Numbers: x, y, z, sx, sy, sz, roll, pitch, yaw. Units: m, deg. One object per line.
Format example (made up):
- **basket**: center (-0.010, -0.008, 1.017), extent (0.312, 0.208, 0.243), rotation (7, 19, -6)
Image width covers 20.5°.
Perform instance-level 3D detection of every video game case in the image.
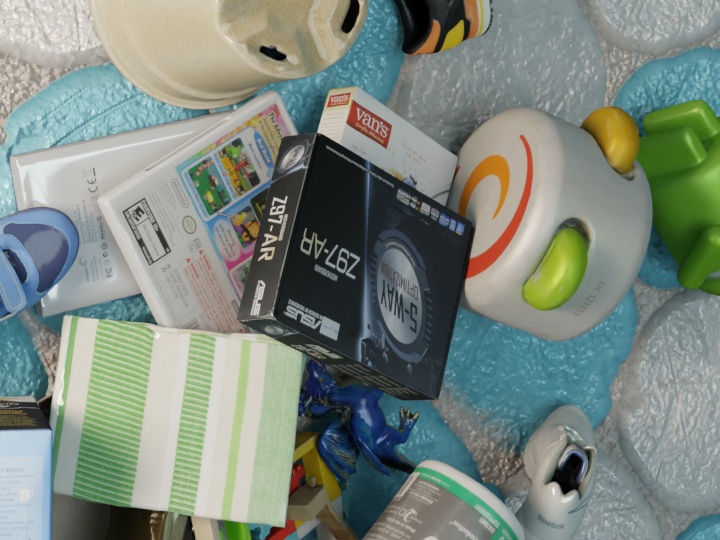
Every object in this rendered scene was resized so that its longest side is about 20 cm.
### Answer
- **video game case**: center (-0.102, -0.019, 1.656), extent (0.182, 0.024, 0.201), rotation (-35, 114, -24)

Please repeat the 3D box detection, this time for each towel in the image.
- **towel**: center (-0.150, 0.118, 1.597), extent (0.199, 0.023, 0.154), rotation (7, 77, 0)

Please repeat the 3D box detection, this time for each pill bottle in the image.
- **pill bottle**: center (0.039, 0.269, 1.668), extent (0.113, 0.113, 0.200), rotation (47, 71, -26)

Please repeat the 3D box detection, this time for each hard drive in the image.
- **hard drive**: center (-0.182, -0.049, 1.640), extent (0.199, 0.025, 0.133), rotation (-14, 105, -25)

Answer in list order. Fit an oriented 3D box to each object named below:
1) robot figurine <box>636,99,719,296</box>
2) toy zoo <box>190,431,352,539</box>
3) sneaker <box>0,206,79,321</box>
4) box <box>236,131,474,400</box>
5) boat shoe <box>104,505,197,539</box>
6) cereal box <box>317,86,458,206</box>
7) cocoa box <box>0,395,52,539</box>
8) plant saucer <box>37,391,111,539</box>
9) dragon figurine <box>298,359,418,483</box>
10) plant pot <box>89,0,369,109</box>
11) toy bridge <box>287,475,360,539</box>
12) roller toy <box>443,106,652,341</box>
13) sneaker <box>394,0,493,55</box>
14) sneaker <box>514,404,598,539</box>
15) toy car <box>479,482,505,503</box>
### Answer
- **robot figurine**: center (0.330, -0.061, 1.860), extent (0.200, 0.115, 0.176), rotation (56, 42, -22)
- **toy zoo**: center (-0.067, 0.225, 1.699), extent (0.200, 0.020, 0.132), rotation (-34, 117, -52)
- **sneaker**: center (-0.304, 0.018, 1.543), extent (0.199, 0.082, 0.074), rotation (-31, 104, -13)
- **box**: center (0.000, 0.000, 1.623), extent (0.200, 0.043, 0.161), rotation (29, 67, -39)
- **boat shoe**: center (-0.166, 0.190, 1.633), extent (0.065, 0.073, 0.201), rotation (34, 67, -62)
- **cereal box**: center (0.005, -0.036, 1.690), extent (0.144, 0.039, 0.201), rotation (31, 67, -41)
- **cocoa box**: center (-0.338, 0.172, 1.511), extent (0.199, 0.131, 0.134), rotation (0, 98, -17)
- **plant saucer**: center (-0.224, 0.187, 1.651), extent (0.199, 0.032, 0.202), rotation (-4, 99, -28)
- **dragon figurine**: center (0.001, 0.147, 1.726), extent (0.201, 0.059, 0.100), rotation (60, 40, -21)
- **plant pot**: center (-0.091, -0.222, 1.572), extent (0.199, 0.183, 0.202), rotation (-5, 100, -27)
- **toy bridge**: center (-0.017, 0.267, 1.729), extent (0.067, 0.027, 0.201), rotation (-43, 124, -51)
- **roller toy**: center (0.160, -0.040, 1.736), extent (0.139, 0.182, 0.201), rotation (21, 65, -29)
- **sneaker**: center (0.047, -0.281, 1.700), extent (0.090, 0.070, 0.201), rotation (-28, 112, -25)
- **sneaker**: center (0.188, 0.179, 1.790), extent (0.074, 0.200, 0.087), rotation (22, 123, -2)
- **toy car**: center (0.118, 0.315, 1.758), extent (0.176, 0.200, 0.185), rotation (-23, 108, -23)
